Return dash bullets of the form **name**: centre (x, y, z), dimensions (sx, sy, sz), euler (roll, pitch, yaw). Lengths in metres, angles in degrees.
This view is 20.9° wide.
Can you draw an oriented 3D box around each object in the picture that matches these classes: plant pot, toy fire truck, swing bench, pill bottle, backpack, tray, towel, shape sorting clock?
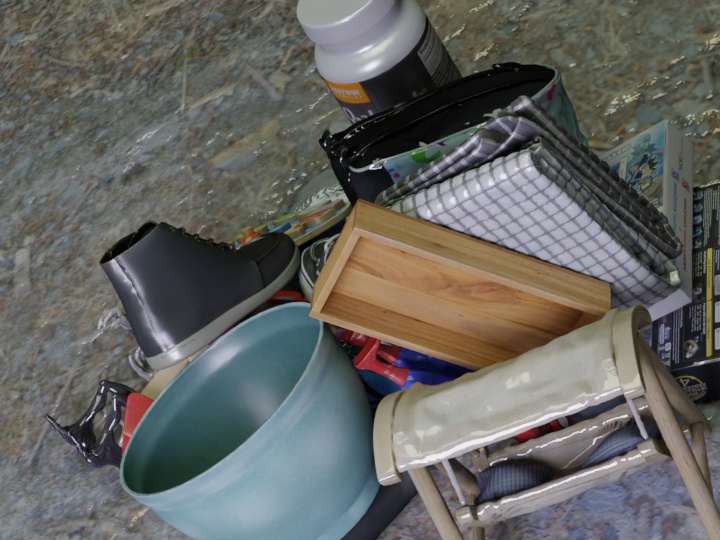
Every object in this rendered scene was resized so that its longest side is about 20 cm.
- **plant pot**: centre (-0.067, 0.142, 1.506), dimensions (0.200, 0.134, 0.200), euler (-34, 23, 17)
- **toy fire truck**: centre (-0.117, 0.093, 1.711), dimensions (0.141, 0.049, 0.200), euler (16, 53, 5)
- **swing bench**: centre (0.138, 0.127, 1.421), dimensions (0.198, 0.200, 0.130), euler (-20, 40, 17)
- **pill bottle**: centre (0.026, -0.189, 1.837), dimensions (0.116, 0.200, 0.117), euler (-21, 40, 18)
- **backpack**: centre (0.090, -0.090, 1.622), dimensions (0.200, 0.151, 0.178), euler (-30, 15, -3)
- **tray**: centre (0.073, 0.021, 1.439), dimensions (0.037, 0.199, 0.099), euler (-84, 16, -46)
- **towel**: centre (0.123, -0.027, 1.472), dimensions (0.165, 0.200, 0.086), euler (-28, 38, 35)
- **shape sorting clock**: centre (-0.099, -0.022, 1.823), dimensions (0.199, 0.039, 0.200), euler (-21, 10, 4)

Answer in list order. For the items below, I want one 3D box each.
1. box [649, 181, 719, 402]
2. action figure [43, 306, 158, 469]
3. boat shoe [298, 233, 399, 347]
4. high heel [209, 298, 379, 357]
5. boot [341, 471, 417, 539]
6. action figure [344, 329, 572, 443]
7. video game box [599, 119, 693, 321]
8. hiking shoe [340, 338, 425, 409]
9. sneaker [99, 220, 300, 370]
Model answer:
- **box**: centre (0.313, 0.005, 1.548), dimensions (0.161, 0.049, 0.200), euler (-16, 41, 25)
- **action figure**: centre (-0.193, 0.089, 1.785), dimensions (0.200, 0.102, 0.119), euler (-45, 32, -10)
- **boat shoe**: centre (0.000, 0.000, 1.612), dimensions (0.072, 0.071, 0.200), euler (-18, 23, -18)
- **high heel**: centre (-0.053, 0.039, 1.668), dimensions (0.199, 0.096, 0.067), euler (17, 53, 7)
- **boot**: centre (-0.012, 0.228, 1.542), dimensions (0.200, 0.066, 0.165), euler (-45, 41, -20)
- **action figure**: centre (0.085, 0.088, 1.519), dimensions (0.052, 0.200, 0.065), euler (-56, 25, 12)
- **video game box**: centre (0.185, -0.010, 1.617), dimensions (0.200, 0.047, 0.183), euler (-30, 37, 35)
- **hiking shoe**: centre (-0.011, 0.080, 1.616), dimensions (0.199, 0.087, 0.075), euler (-1, 43, 1)
- **sneaker**: centre (-0.128, -0.010, 1.620), dimensions (0.075, 0.106, 0.200), euler (-19, 15, 38)
